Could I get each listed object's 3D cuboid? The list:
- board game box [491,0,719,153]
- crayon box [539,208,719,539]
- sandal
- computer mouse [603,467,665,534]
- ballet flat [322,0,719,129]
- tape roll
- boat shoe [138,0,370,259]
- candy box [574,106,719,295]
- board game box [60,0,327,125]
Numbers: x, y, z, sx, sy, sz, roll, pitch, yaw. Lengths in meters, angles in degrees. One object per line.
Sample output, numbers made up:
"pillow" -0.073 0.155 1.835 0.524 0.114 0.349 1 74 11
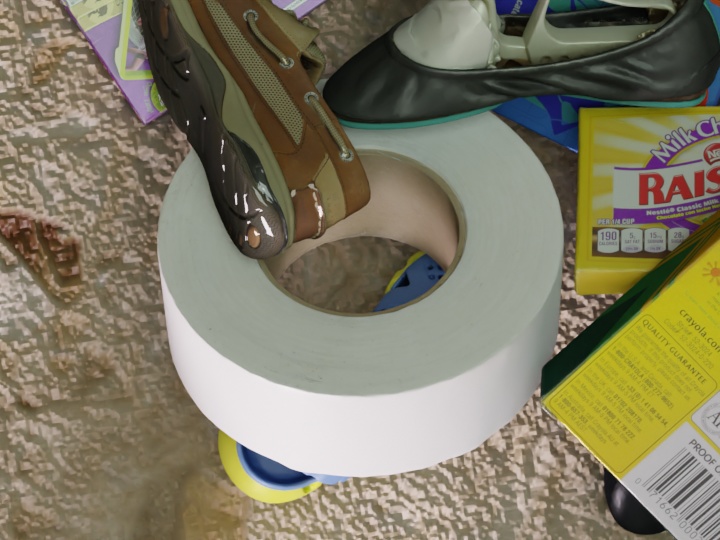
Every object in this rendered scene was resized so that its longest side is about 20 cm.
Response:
"board game box" 0.165 -0.119 1.465 0.199 0.045 0.153 25 112 -1
"crayon box" 0.199 0.034 1.362 0.200 0.051 0.127 -42 100 16
"sandal" 0.019 0.051 1.467 0.200 0.087 0.080 -41 95 -7
"computer mouse" 0.176 0.043 1.514 0.058 0.034 0.201 16 88 -7
"ballet flat" 0.079 -0.115 1.413 0.199 0.068 0.069 -5 124 -3
"tape roll" 0.000 0.000 1.415 0.201 0.071 0.203 -1 53 2
"boat shoe" -0.054 -0.094 1.406 0.073 0.076 0.201 -16 61 -17
"candy box" 0.205 -0.036 1.416 0.199 0.026 0.103 -1 54 7
"board game box" -0.063 -0.180 1.478 0.199 0.032 0.120 -34 91 -5
